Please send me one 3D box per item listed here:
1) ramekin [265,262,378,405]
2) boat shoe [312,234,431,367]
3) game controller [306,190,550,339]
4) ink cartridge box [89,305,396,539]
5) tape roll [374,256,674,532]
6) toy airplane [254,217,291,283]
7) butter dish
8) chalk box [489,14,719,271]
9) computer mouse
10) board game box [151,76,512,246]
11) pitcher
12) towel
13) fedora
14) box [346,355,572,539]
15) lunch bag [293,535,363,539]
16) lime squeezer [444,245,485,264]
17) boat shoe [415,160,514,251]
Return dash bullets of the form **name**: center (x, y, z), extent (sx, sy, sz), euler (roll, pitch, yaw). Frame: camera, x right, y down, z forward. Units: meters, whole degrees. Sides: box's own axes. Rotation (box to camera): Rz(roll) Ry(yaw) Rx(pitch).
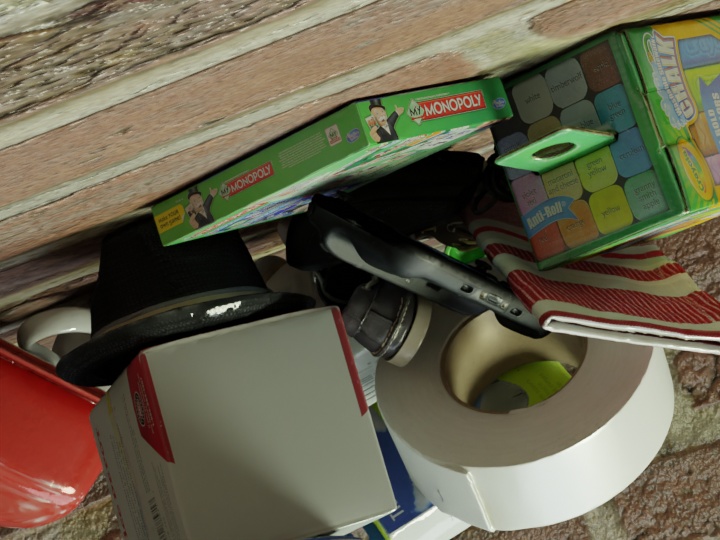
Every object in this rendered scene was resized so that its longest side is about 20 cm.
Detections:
- **ramekin**: center (0.009, 0.082, 1.521), extent (0.199, 0.201, 0.098), euler (-19, -153, 4)
- **boat shoe**: center (0.000, 0.000, 1.380), extent (0.062, 0.073, 0.200), euler (22, -162, -18)
- **game controller**: center (0.051, -0.002, 1.264), extent (0.104, 0.042, 0.200), euler (18, 176, 39)
- **ink cartridge box**: center (-0.087, 0.129, 1.330), extent (0.144, 0.146, 0.200), euler (-13, 170, -21)
- **tape roll**: center (0.113, 0.079, 1.347), extent (0.201, 0.203, 0.071), euler (-19, 133, 5)
- **toy airplane**: center (-0.046, 0.022, 1.644), extent (0.141, 0.200, 0.199), euler (28, -163, 33)
- **butter dish**: center (-0.300, 0.153, 1.584), extent (0.199, 0.149, 0.200), euler (29, 152, -23)
- **chalk box**: center (0.169, -0.081, 1.244), extent (0.124, 0.125, 0.199), euler (-22, 176, 43)
- **computer mouse**: center (0.030, -0.061, 1.357), extent (0.199, 0.053, 0.139), euler (-22, -163, 14)
- **board game box**: center (-0.020, -0.067, 1.215), extent (0.134, 0.029, 0.199), euler (-14, 174, -46)
- **pitcher**: center (-0.219, 0.069, 1.654), extent (0.170, 0.122, 0.200), euler (-3, 159, -22)
- **towel**: center (0.155, 0.000, 1.291), extent (0.143, 0.023, 0.200), euler (7, -160, -17)
- **fedora**: center (-0.128, 0.013, 1.333), extent (0.199, 0.092, 0.201), euler (-17, 170, -3)
- **box**: center (0.063, 0.128, 1.409), extent (0.199, 0.048, 0.122), euler (-31, -138, -8)
- **lunch bag**: center (-0.073, 0.220, 1.228), extent (0.159, 0.076, 0.200), euler (-12, 166, -12)
- **lime squeezer**: center (0.088, -0.033, 1.555), extent (0.200, 0.071, 0.038), euler (-46, 137, -10)
- **boat shoe**: center (0.078, -0.048, 1.464), extent (0.071, 0.060, 0.200), euler (-21, -170, -17)
